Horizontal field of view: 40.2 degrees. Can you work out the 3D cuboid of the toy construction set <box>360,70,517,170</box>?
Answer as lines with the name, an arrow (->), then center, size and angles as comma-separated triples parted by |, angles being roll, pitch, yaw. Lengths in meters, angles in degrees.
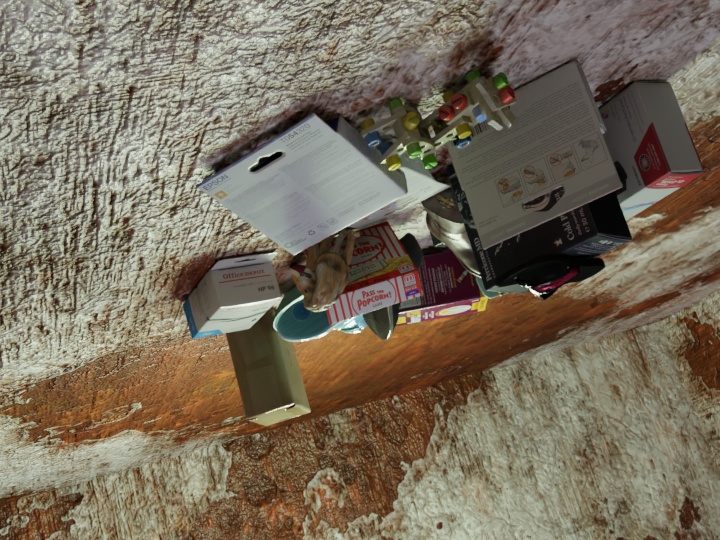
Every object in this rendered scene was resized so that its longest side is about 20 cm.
toy construction set -> 0.108, -0.187, 1.174 | 0.198, 0.094, 0.130 | -16, 169, 39

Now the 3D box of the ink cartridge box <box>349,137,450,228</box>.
ink cartridge box -> 0.023, -0.119, 1.392 | 0.158, 0.048, 0.199 | -24, 167, 22

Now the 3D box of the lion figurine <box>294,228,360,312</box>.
lion figurine -> -0.051, -0.007, 1.437 | 0.071, 0.125, 0.200 | 18, -178, -3

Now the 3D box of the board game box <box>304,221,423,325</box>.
board game box -> 0.000, 0.000, 1.541 | 0.149, 0.047, 0.201 | -17, -153, -5

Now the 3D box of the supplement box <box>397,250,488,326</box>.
supplement box -> 0.144, 0.033, 1.905 | 0.196, 0.105, 0.131 | -10, 166, 2

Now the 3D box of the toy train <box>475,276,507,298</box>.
toy train -> 0.277, -0.029, 1.806 | 0.112, 0.086, 0.201 | -19, -155, 26

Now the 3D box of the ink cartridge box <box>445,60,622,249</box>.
ink cartridge box -> 0.222, -0.144, 1.269 | 0.197, 0.179, 0.045 | -24, 164, 22

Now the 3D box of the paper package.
paper package -> -0.181, 0.190, 1.932 | 0.102, 0.204, 0.191 | -17, 166, 4

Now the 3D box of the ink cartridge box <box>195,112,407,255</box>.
ink cartridge box -> -0.072, -0.115, 1.241 | 0.194, 0.044, 0.199 | -26, 140, 26

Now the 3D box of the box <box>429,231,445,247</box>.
box -> 0.239, -0.099, 1.704 | 0.198, 0.050, 0.159 | -28, 161, 39

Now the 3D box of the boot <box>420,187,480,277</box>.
boot -> 0.169, -0.061, 1.547 | 0.065, 0.185, 0.200 | -55, 167, -8

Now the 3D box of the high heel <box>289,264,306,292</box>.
high heel -> -0.041, 0.016, 1.638 | 0.095, 0.068, 0.199 | -35, -151, -20

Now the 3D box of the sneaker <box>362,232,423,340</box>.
sneaker -> 0.062, 0.033, 1.709 | 0.106, 0.074, 0.202 | -37, 150, -29

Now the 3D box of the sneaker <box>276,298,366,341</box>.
sneaker -> -0.055, 0.092, 1.804 | 0.197, 0.081, 0.131 | -22, 158, -7

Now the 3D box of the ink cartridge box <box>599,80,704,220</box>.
ink cartridge box -> 0.389, -0.164, 1.458 | 0.081, 0.148, 0.200 | -6, 161, -33

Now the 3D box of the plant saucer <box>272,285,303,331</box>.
plant saucer -> -0.079, 0.053, 1.845 | 0.197, 0.036, 0.201 | -22, 159, -9

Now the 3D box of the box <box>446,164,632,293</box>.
box -> 0.257, -0.098, 1.430 | 0.195, 0.204, 0.123 | -29, 160, 35

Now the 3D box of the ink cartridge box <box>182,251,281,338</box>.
ink cartridge box -> -0.209, 0.043, 1.630 | 0.114, 0.069, 0.200 | -10, 162, -30

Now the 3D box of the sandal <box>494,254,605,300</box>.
sandal -> 0.271, 0.012, 1.361 | 0.197, 0.046, 0.075 | -2, 157, -36
